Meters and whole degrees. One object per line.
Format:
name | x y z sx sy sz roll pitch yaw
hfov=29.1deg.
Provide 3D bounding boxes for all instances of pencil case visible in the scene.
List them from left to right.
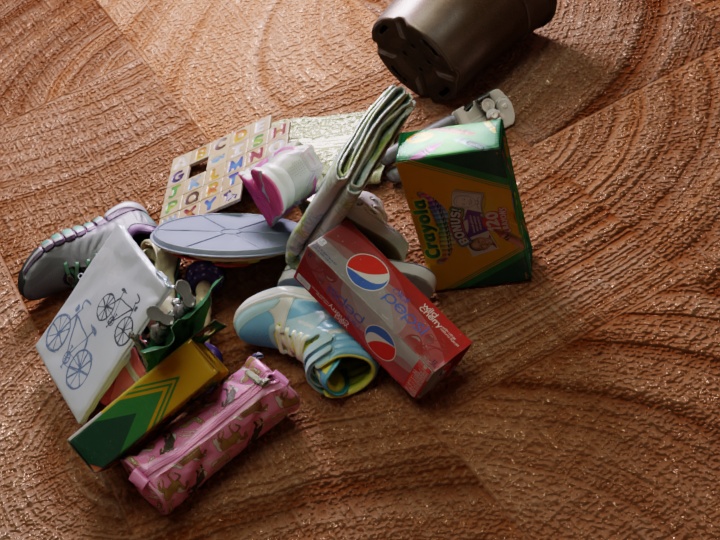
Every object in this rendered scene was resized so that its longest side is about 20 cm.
pencil case | -0.162 0.177 1.496 0.200 0.087 0.083 -38 37 -18

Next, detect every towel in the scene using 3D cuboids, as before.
towel | -0.050 -0.163 1.880 0.200 0.036 0.148 -3 41 18
towel | -0.016 -0.108 1.599 0.048 0.200 0.171 33 56 -2

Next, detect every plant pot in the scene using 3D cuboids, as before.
plant pot | 0.133 -0.350 1.915 0.200 0.200 0.198 24 64 40

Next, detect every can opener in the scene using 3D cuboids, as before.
can opener | 0.115 -0.176 1.829 0.200 0.053 0.066 -30 6 -15

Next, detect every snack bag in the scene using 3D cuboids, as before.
snack bag | -0.302 0.057 1.629 0.200 0.021 0.189 -56 37 7

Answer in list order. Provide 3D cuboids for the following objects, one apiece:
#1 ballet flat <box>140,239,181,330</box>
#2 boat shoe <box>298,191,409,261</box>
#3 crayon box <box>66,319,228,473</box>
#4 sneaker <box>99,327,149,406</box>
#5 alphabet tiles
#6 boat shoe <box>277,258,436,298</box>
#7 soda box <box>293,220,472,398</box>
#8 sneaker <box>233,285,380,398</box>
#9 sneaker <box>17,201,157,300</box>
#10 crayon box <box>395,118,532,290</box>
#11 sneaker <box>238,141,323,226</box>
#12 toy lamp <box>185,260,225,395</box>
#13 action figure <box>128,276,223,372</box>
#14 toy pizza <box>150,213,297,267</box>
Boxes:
ballet flat | -0.257 0.021 1.722 0.069 0.069 0.200 -15 32 5
boat shoe | 0.001 -0.068 1.724 0.069 0.071 0.200 -39 42 -19
crayon box | -0.214 0.136 1.504 0.200 0.127 0.051 -40 86 -2
sneaker | -0.299 0.094 1.659 0.087 0.074 0.200 -41 34 4
alphabet tiles | -0.183 -0.136 1.885 0.200 0.008 0.167 -22 37 21
boat shoe | 0.000 0.000 1.651 0.200 0.071 0.070 -3 47 28
soda box | 0.023 0.042 1.516 0.200 0.063 0.070 45 52 14
sneaker | -0.063 0.085 1.569 0.200 0.080 0.131 -4 41 19
sneaker | -0.348 -0.017 1.805 0.200 0.074 0.088 -36 48 -21
crayon box | 0.121 -0.072 1.580 0.119 0.200 0.058 -7 41 15
sneaker | -0.090 -0.111 1.714 0.088 0.081 0.200 -33 9 -11
toy lamp | -0.190 0.070 1.656 0.058 0.058 0.200 -12 37 8
action figure | -0.210 0.069 1.517 0.118 0.200 0.055 -41 84 -22
toy pizza | -0.162 -0.035 1.737 0.200 0.032 0.200 1 16 0
